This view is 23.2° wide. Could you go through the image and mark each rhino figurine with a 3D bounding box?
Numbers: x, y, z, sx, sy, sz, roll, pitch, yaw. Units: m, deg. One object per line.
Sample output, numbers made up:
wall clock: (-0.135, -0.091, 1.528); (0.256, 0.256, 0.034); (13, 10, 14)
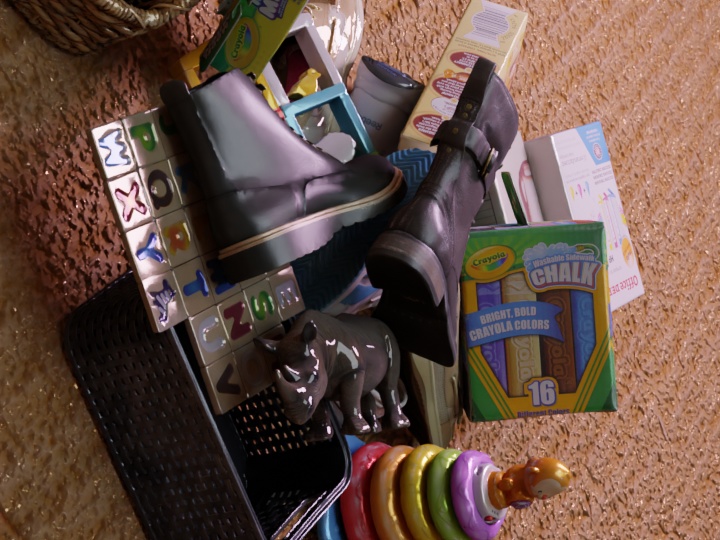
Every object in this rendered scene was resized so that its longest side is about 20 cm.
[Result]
rhino figurine: (-0.021, 0.070, 1.184); (0.200, 0.060, 0.088); (8, 72, -69)

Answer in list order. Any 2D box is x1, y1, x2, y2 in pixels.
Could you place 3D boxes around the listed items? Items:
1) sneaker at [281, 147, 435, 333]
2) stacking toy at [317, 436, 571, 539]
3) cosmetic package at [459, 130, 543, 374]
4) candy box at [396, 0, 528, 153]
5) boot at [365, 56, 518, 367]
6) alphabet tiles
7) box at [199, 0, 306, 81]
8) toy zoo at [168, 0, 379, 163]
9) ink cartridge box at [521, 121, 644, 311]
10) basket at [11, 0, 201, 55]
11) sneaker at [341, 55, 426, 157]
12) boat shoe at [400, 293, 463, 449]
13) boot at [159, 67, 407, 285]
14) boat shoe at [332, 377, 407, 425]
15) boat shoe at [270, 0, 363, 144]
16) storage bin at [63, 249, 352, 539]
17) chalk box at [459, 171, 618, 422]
sneaker: (0.000, 0.000, 1.309); (0.200, 0.076, 0.081); (-42, 137, -20)
stacking toy: (0.073, 0.175, 1.353); (0.116, 0.199, 0.110); (40, 46, -45)
cosmetic package: (0.111, -0.016, 1.587); (0.087, 0.103, 0.201); (-20, 97, -60)
candy box: (0.079, -0.120, 1.444); (0.116, 0.055, 0.200); (99, 13, -45)
boot: (0.070, -0.037, 1.261); (0.200, 0.069, 0.175); (82, 32, -62)
alphabet tiles: (-0.099, -0.014, 1.159); (0.167, 0.008, 0.201); (-29, 103, -58)
box: (-0.053, -0.209, 1.255); (0.048, 0.117, 0.200); (33, 29, -4)
toy zoo: (-0.062, -0.116, 1.346); (0.131, 0.020, 0.201); (-26, 89, -35)
ink cartridge box: (0.178, -0.025, 1.675); (0.128, 0.125, 0.201); (-21, 95, -59)
basket: (-0.174, -0.259, 1.177); (0.200, 0.149, 0.143); (58, 35, -29)
sneaker: (0.015, -0.127, 1.493); (0.087, 0.074, 0.200); (-63, 170, 3)
boat shoe: (0.060, 0.078, 1.436); (0.073, 0.063, 0.201); (49, -20, 43)
boot: (-0.047, -0.087, 1.202); (0.200, 0.077, 0.139); (-33, 101, -59)
boat shoe: (-0.027, 0.044, 1.369); (0.200, 0.070, 0.071); (57, 36, -30)
boat shoe: (-0.046, -0.184, 1.426); (0.069, 0.073, 0.201); (40, 46, -52)
storage bin: (-0.101, 0.091, 1.209); (0.135, 0.093, 0.201); (-43, 115, -56)
chalk box: (0.141, 0.017, 1.468); (0.125, 0.123, 0.201); (-85, 172, -86)
